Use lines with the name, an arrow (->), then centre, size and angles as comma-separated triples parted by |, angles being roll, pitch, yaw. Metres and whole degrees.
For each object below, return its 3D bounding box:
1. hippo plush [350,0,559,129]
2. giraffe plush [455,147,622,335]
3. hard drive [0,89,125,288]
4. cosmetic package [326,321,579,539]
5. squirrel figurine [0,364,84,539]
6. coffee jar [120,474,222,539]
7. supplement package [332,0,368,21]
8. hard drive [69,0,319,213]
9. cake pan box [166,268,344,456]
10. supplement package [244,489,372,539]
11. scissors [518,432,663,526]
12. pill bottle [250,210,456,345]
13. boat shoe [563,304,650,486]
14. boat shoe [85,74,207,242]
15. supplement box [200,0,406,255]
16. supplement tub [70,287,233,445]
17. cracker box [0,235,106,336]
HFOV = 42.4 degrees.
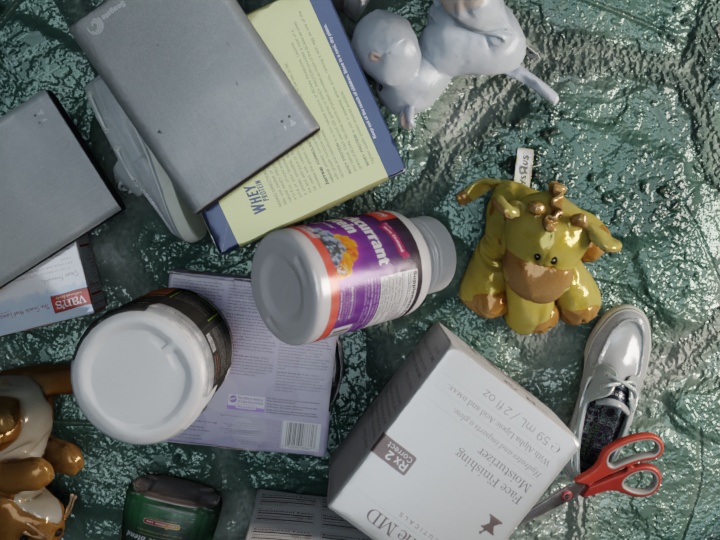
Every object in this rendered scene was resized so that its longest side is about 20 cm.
hippo plush -> 0.075, -0.243, 0.956 | 0.160, 0.160, 0.200 | -29, 138, 18
giraffe plush -> 0.186, -0.026, 0.945 | 0.171, 0.162, 0.202 | -11, 96, 0
hard drive -> -0.359, -0.068, 0.934 | 0.199, 0.033, 0.140 | -32, 95, 1
cosmetic package -> 0.088, 0.188, 0.960 | 0.164, 0.165, 0.201 | 36, 93, -3
squirrel figurine -> -0.390, 0.208, 0.982 | 0.198, 0.142, 0.188 | 1, 106, 12
coffee jar -> -0.219, 0.331, 1.005 | 0.103, 0.085, 0.202 | 12, 95, -3
supplement package -> -0.057, -0.360, 0.932 | 0.199, 0.117, 0.117 | 30, 93, -4
hard drive -> -0.150, -0.174, 0.846 | 0.139, 0.033, 0.201 | -34, 93, 2
cake pan box -> -0.117, 0.099, 1.005 | 0.198, 0.052, 0.186 | 5, 97, -2
supplement package -> -0.055, 0.353, 0.954 | 0.146, 0.200, 0.193 | 7, 94, -2
scissors -> 0.223, 0.222, 0.971 | 0.199, 0.014, 0.074 | -15, 109, 0
pill bottle -> 0.000, 0.000, 0.930 | 0.199, 0.111, 0.112 | -13, 97, -40
boat shoe -> 0.271, 0.138, 1.000 | 0.070, 0.072, 0.202 | 16, 95, -3
boat shoe -> -0.227, -0.117, 0.981 | 0.071, 0.070, 0.202 | -22, 96, 18
supplement box -> -0.086, -0.148, 0.941 | 0.199, 0.134, 0.201 | -25, 94, 1
supplement tub -> -0.187, 0.082, 0.878 | 0.121, 0.200, 0.124 | 0, 94, 1
cracker box -> -0.363, -0.038, 0.982 | 0.133, 0.058, 0.202 | -13, 94, 0
